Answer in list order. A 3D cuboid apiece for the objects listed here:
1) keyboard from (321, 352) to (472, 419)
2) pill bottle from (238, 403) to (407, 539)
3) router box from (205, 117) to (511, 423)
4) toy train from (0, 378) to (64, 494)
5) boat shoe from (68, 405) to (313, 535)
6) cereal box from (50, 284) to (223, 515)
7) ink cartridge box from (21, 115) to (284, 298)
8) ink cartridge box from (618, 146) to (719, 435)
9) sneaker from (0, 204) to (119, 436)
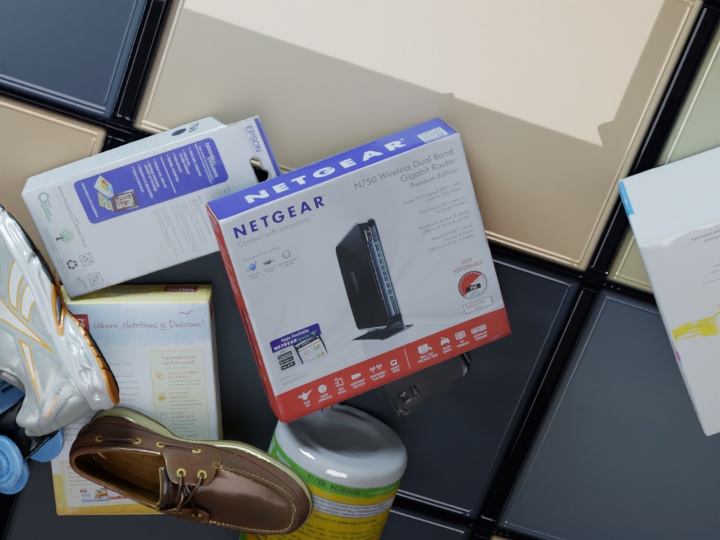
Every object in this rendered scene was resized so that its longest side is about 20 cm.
[{"bbox_3d":[-0.006,0.037,1.475,0.127,0.021,0.200,-32,110,0],"label":"keyboard"},{"bbox_3d":[-0.042,0.219,1.512,0.111,0.111,0.200,16,113,-7],"label":"pill bottle"},{"bbox_3d":[0.000,0.000,1.416,0.200,0.049,0.180,-21,115,-10],"label":"router box"},{"bbox_3d":[-0.328,0.145,1.483,0.200,0.087,0.114,-41,86,29],"label":"toy train"},{"bbox_3d":[-0.138,0.169,1.439,0.200,0.068,0.072,18,113,13],"label":"boat shoe"},{"bbox_3d":[-0.187,0.107,1.499,0.144,0.040,0.200,0,114,2],"label":"cereal box"},{"bbox_3d":[-0.154,-0.054,1.426,0.200,0.039,0.100,-16,114,8],"label":"ink cartridge box"},{"bbox_3d":[0.295,0.020,1.414,0.125,0.129,0.200,-19,114,8],"label":"ink cartridge box"},{"bbox_3d":[-0.270,0.036,1.405,0.092,0.076,0.200,-31,79,-5],"label":"sneaker"}]
